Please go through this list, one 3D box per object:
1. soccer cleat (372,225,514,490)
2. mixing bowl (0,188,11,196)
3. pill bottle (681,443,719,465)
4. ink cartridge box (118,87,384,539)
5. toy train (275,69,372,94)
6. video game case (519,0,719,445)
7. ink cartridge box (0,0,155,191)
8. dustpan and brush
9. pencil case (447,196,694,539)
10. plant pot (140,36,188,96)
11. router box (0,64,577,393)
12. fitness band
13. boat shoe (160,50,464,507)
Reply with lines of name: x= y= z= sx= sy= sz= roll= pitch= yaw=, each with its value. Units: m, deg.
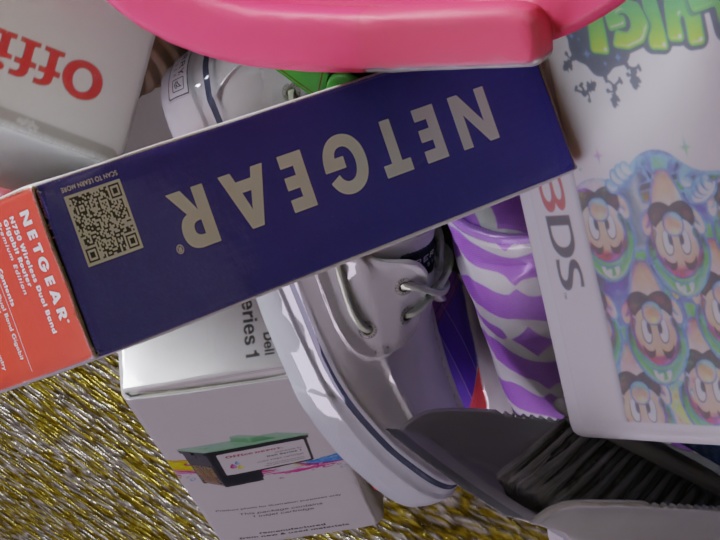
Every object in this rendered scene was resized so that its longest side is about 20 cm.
soccer cleat: x=0.013 y=0.007 z=0.982 sx=0.068 sy=0.073 sz=0.201 roll=-104 pitch=-5 yaw=-58
mixing bowl: x=-0.167 y=-0.064 z=1.210 sx=0.199 sy=0.109 sz=0.200 roll=33 pitch=160 yaw=13
pill bottle: x=0.176 y=0.033 z=0.800 sx=0.199 sy=0.113 sz=0.112 roll=28 pitch=159 yaw=24
ink cartridge box: x=-0.049 y=0.020 z=1.085 sx=0.083 sy=0.146 sz=0.200 roll=-9 pitch=155 yaw=6
toy train: x=0.007 y=-0.124 z=0.785 sx=0.056 sy=0.042 sz=0.201 roll=37 pitch=144 yaw=17
video game case: x=0.118 y=-0.036 z=0.705 sx=0.199 sy=0.024 sz=0.184 roll=-1 pitch=106 yaw=49
ink cartridge box: x=-0.125 y=-0.141 z=0.752 sx=0.145 sy=0.202 sz=0.085 roll=19 pitch=170 yaw=-26
dustpan and brush: x=0.123 y=0.080 z=0.859 sx=0.199 sy=0.058 sz=0.139 roll=24 pitch=-179 yaw=-20
pencil case: x=0.089 y=0.031 z=0.944 sx=0.086 sy=0.083 sz=0.201 roll=46 pitch=160 yaw=50
plant pot: x=-0.144 y=-0.111 z=0.914 sx=0.200 sy=0.093 sz=0.201 roll=25 pitch=171 yaw=4
router box: x=-0.063 y=-0.007 z=0.748 sx=0.179 sy=0.199 sz=0.049 roll=-19 pitch=92 yaw=47
fitness band: x=0.002 y=-0.129 z=0.686 sx=0.198 sy=0.145 sz=0.037 roll=2 pitch=-167 yaw=18
boat shoe: x=0.000 y=0.000 z=0.905 sx=0.066 sy=0.074 sz=0.201 roll=-21 pitch=114 yaw=26
